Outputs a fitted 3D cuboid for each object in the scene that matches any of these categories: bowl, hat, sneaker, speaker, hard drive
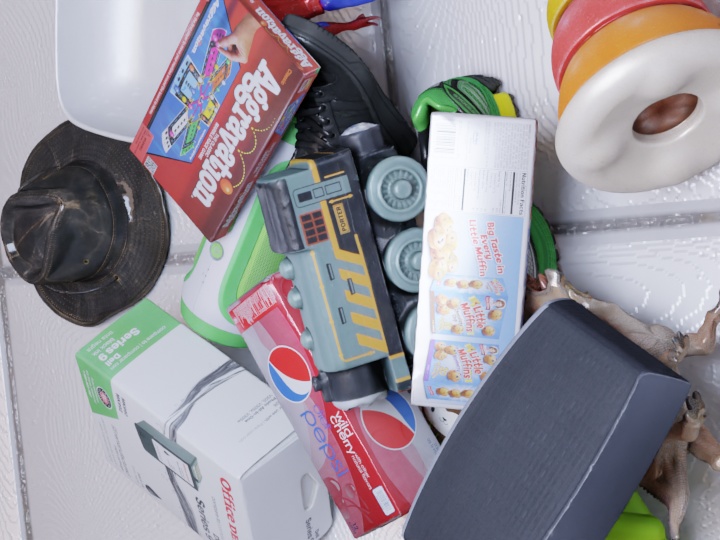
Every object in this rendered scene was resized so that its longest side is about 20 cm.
[{"bbox_3d":[-0.153,-0.202,1.420,0.200,0.075,0.200,12,103,38],"label":"bowl"},{"bbox_3d":[-0.264,-0.042,1.576,0.201,0.081,0.201,5,98,40],"label":"hat"},{"bbox_3d":[0.079,-0.040,1.284,0.078,0.085,0.200,-20,85,40],"label":"sneaker"},{"bbox_3d":[-0.022,-0.090,1.311,0.060,0.200,0.104,26,76,42],"label":"sneaker"},{"bbox_3d":[-0.076,-0.040,1.414,0.088,0.088,0.200,39,119,30],"label":"speaker"},{"bbox_3d":[0.111,0.124,1.149,0.135,0.042,0.200,39,101,46],"label":"hard drive"}]

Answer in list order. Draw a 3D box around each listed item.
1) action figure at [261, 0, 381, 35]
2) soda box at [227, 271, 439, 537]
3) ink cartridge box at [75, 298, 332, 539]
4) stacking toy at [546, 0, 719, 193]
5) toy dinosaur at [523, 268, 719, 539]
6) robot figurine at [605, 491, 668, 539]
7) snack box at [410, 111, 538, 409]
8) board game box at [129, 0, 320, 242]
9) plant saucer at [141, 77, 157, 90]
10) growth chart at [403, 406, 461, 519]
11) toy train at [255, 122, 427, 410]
[{"bbox_3d":[-0.016,-0.208,1.312,0.200,0.052,0.065,-23,83,4],"label":"action figure"},{"bbox_3d":[-0.013,0.091,1.334,0.063,0.070,0.200,-36,81,48],"label":"soda box"},{"bbox_3d":[-0.125,0.137,1.443,0.200,0.084,0.146,32,147,33],"label":"ink cartridge box"},{"bbox_3d":[0.172,-0.164,1.187,0.146,0.146,0.200,-46,47,34],"label":"stacking toy"},{"bbox_3d":[0.184,0.088,1.197,0.136,0.086,0.200,-25,67,41],"label":"toy dinosaur"},{"bbox_3d":[0.148,0.194,1.234,0.200,0.116,0.175,59,150,16],"label":"robot figurine"},{"bbox_3d":[0.077,-0.005,1.213,0.072,0.024,0.200,5,95,7],"label":"snack box"},{"bbox_3d":[-0.103,-0.117,1.311,0.103,0.019,0.200,48,138,13],"label":"board game box"},{"bbox_3d":[-0.139,-0.244,1.474,0.200,0.037,0.200,35,116,32],"label":"plant saucer"},{"bbox_3d":[0.049,0.112,1.361,0.145,0.018,0.200,18,116,39],"label":"growth chart"},{"bbox_3d":[0.000,0.000,1.263,0.085,0.114,0.200,-160,54,-74],"label":"toy train"}]
